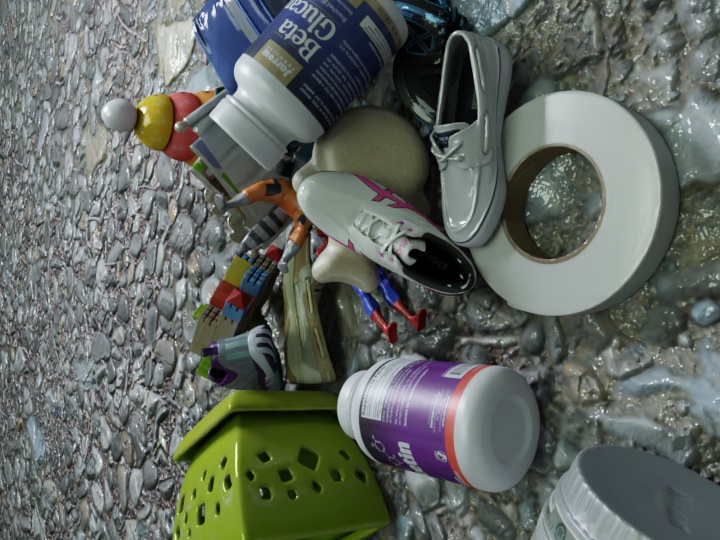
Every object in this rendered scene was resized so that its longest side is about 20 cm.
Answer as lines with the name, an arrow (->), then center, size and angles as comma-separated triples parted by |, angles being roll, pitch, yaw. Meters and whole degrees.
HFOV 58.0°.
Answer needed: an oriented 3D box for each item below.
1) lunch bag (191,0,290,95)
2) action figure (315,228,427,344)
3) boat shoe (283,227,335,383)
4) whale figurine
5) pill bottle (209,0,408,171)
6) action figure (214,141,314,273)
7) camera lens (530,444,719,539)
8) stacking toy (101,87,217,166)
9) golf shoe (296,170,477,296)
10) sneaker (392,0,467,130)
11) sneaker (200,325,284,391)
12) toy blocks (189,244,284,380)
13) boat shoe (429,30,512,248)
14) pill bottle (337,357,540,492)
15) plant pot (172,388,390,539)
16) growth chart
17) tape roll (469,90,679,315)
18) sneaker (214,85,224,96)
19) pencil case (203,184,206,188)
lunch bag -> -0.083, -0.300, 0.790 | 0.132, 0.200, 0.136 | -26, 100, 41
action figure -> 0.000, 0.000, 0.774 | 0.200, 0.065, 0.052 | 46, 152, 38
boat shoe -> -0.066, 0.044, 0.842 | 0.073, 0.063, 0.202 | 100, 168, -78
whale figurine -> -0.001, -0.080, 0.729 | 0.104, 0.158, 0.201 | -165, 86, -78
pill bottle -> -0.056, -0.201, 0.656 | 0.200, 0.111, 0.111 | -48, 49, 0
action figure -> -0.098, -0.113, 0.809 | 0.200, 0.194, 0.105 | 39, 146, 4
camera lens -> 0.192, 0.252, 0.471 | 0.160, 0.159, 0.201 | 31, 111, 45
stacking toy -> -0.304, -0.232, 1.025 | 0.146, 0.199, 0.147 | -3, 86, 48
golf shoe -> 0.030, -0.040, 0.640 | 0.073, 0.199, 0.092 | -62, 9, 3
sneaker -> 0.076, -0.234, 0.690 | 0.082, 0.073, 0.201 | -38, 61, 41
sneaker -> -0.146, 0.131, 0.836 | 0.200, 0.087, 0.075 | 88, 172, -56
toy blocks -> -0.158, 0.029, 0.872 | 0.100, 0.200, 0.137 | 28, 132, 0
boat shoe -> 0.095, -0.123, 0.616 | 0.073, 0.065, 0.201 | -1, 87, 49
pill bottle -> 0.069, 0.147, 0.651 | 0.200, 0.112, 0.113 | -4, 85, 49
plant pot -> -0.113, 0.257, 0.795 | 0.199, 0.199, 0.182 | -43, 52, 39
growth chart -> -0.145, -0.130, 0.825 | 0.018, 0.145, 0.201 | 0, 125, 55
tape roll -> 0.181, -0.058, 0.591 | 0.202, 0.037, 0.204 | -4, 85, 48
sneaker -> -0.143, -0.299, 0.933 | 0.200, 0.084, 0.075 | -45, 57, 37
pencil case -> -0.140, -0.175, 0.924 | 0.200, 0.091, 0.094 | -48, 54, 33
